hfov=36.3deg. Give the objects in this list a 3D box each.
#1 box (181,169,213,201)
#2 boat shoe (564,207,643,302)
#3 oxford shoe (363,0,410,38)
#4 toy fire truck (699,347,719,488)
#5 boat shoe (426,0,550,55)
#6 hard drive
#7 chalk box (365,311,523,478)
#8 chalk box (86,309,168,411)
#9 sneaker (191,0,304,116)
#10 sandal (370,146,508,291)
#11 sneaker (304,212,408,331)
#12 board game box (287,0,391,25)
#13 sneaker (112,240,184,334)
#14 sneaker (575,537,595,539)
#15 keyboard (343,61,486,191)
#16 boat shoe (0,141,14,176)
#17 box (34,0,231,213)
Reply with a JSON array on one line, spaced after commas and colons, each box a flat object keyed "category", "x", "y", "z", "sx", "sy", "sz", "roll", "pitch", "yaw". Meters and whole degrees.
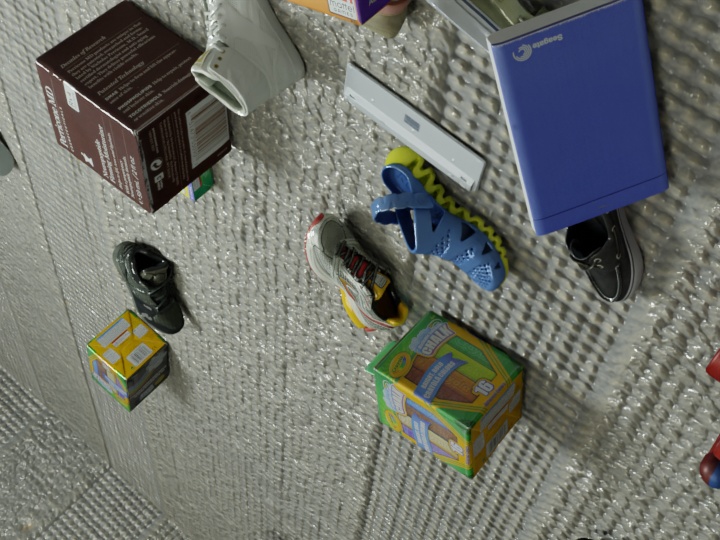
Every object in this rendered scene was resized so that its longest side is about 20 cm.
[{"category": "box", "x": -0.312, "y": -0.200, "z": 1.662, "sx": 0.199, "sy": 0.048, "sz": 0.118, "roll": 34, "pitch": 149, "yaw": 26}, {"category": "boat shoe", "x": 0.233, "y": -0.036, "z": 1.094, "sx": 0.070, "sy": 0.066, "sz": 0.201, "roll": 23, "pitch": 144, "yaw": 37}, {"category": "oxford shoe", "x": -0.037, "y": -0.303, "z": 1.122, "sx": 0.199, "sy": 0.071, "sz": 0.074, "roll": 39, "pitch": 154, "yaw": 15}, {"category": "toy fire truck", "x": 0.365, "y": 0.113, "z": 0.994, "sx": 0.112, "sy": 0.168, "sz": 0.201, "roll": 37, "pitch": 151, "yaw": 17}, {"category": "boat shoe", "x": 0.150, "y": -0.208, "z": 0.988, "sx": 0.199, "sy": 0.062, "sz": 0.072, "roll": 37, "pitch": -163, "yaw": -8}, {"category": "hard drive", "x": 0.195, "y": -0.135, "z": 0.965, "sx": 0.025, "sy": 0.131, "sz": 0.201, "roll": -108, "pitch": -2, "yaw": -54}, {"category": "chalk box", "x": 0.099, "y": 0.150, "z": 1.444, "sx": 0.199, "sy": 0.124, "sz": 0.124, "roll": 29, "pitch": 148, "yaw": 27}, {"category": "chalk box", "x": -0.495, "y": 0.203, "z": 2.353, "sx": 0.123, "sy": 0.124, "sz": 0.201, "roll": 38, "pitch": 150, "yaw": 14}, {"category": "sneaker", "x": -0.161, "y": -0.279, "z": 1.277, "sx": 0.201, "sy": 0.115, "sz": 0.073, "roll": 54, "pitch": 153, "yaw": -11}, {"category": "sandal", "x": 0.085, "y": -0.045, "z": 1.270, "sx": 0.200, "sy": 0.087, "sz": 0.080, "roll": 43, "pitch": 150, "yaw": 3}, {"category": "sneaker", "x": 0.000, "y": 0.000, "z": 1.469, "sx": 0.082, "sy": 0.078, "sz": 0.200, "roll": 1, "pitch": 138, "yaw": 48}, {"category": "board game box", "x": -0.026, "y": -0.358, "z": 0.893, "sx": 0.199, "sy": 0.200, "sz": 0.201, "roll": 26, "pitch": 146, "yaw": 32}, {"category": "sneaker", "x": -0.377, "y": 0.039, "z": 2.028, "sx": 0.114, "sy": 0.076, "sz": 0.201, "roll": 11, "pitch": 131, "yaw": 57}, {"category": "sneaker", "x": 0.380, "y": 0.409, "z": 1.483, "sx": 0.199, "sy": 0.076, "sz": 0.088, "roll": 31, "pitch": 134, "yaw": 21}, {"category": "keyboard", "x": 0.058, "y": -0.162, "z": 1.238, "sx": 0.199, "sy": 0.011, "sz": 0.057, "roll": 38, "pitch": 146, "yaw": 16}, {"category": "boat shoe", "x": -0.756, "y": -0.270, "z": 2.161, "sx": 0.063, "sy": 0.071, "sz": 0.201, "roll": 22, "pitch": 145, "yaw": 36}, {"category": "box", "x": -0.301, "y": -0.222, "z": 1.490, "sx": 0.199, "sy": 0.164, "sz": 0.167, "roll": 35, "pitch": 150, "yaw": 22}]
